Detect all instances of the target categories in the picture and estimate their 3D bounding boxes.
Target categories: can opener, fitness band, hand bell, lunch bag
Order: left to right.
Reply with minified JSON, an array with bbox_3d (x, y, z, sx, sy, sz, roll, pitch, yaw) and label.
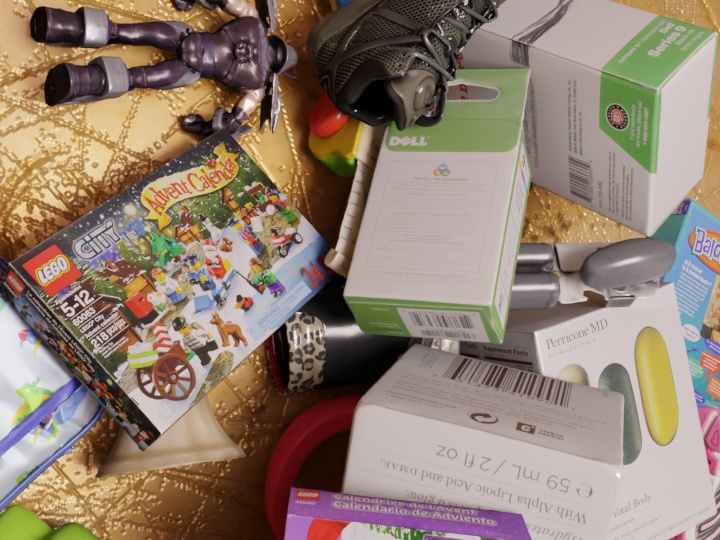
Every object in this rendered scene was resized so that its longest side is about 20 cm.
[{"bbox_3d":[-0.274,0.091,0.595,0.200,0.082,0.161,-41,111,-20],"label":"lunch bag"},{"bbox_3d":[-0.147,0.042,0.673,0.104,0.104,0.201,-3,78,-28],"label":"hand bell"},{"bbox_3d":[0.016,0.180,0.754,0.199,0.037,0.144,21,93,-26],"label":"fitness band"},{"bbox_3d":[0.134,-0.006,0.698,0.199,0.067,0.054,-1,57,-6],"label":"can opener"}]

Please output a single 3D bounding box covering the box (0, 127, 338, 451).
[{"bbox_3d":[-0.117,0.004,0.624,0.137,0.038,0.200,48,48,-2],"label":"box"}]

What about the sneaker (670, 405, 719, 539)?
[{"bbox_3d":[0.328,0.222,0.907,0.087,0.074,0.201,-3,107,-36],"label":"sneaker"}]

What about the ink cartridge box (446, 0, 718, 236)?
[{"bbox_3d":[0.165,-0.137,0.735,0.084,0.200,0.146,-43,143,-23],"label":"ink cartridge box"}]

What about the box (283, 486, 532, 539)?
[{"bbox_3d":[0.015,0.231,0.534,0.136,0.039,0.201,7,100,-2],"label":"box"}]

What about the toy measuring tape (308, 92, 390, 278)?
[{"bbox_3d":[-0.014,-0.078,0.720,0.073,0.073,0.201,27,57,-25],"label":"toy measuring tape"}]

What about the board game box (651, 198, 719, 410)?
[{"bbox_3d":[0.334,0.051,0.934,0.152,0.045,0.201,29,78,-24],"label":"board game box"}]

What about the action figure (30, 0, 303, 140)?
[{"bbox_3d":[-0.130,-0.158,0.680,0.199,0.069,0.131,-6,86,-31],"label":"action figure"}]

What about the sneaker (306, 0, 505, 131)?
[{"bbox_3d":[0.061,-0.168,0.659,0.199,0.115,0.076,-29,145,13],"label":"sneaker"}]

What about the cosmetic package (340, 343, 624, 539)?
[{"bbox_3d":[0.077,0.178,0.633,0.164,0.165,0.201,12,101,14],"label":"cosmetic package"}]

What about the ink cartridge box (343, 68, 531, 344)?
[{"bbox_3d":[0.064,-0.051,0.674,0.059,0.103,0.201,61,37,-55],"label":"ink cartridge box"}]

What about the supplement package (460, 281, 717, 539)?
[{"bbox_3d":[0.178,0.124,0.792,0.151,0.150,0.201,-16,97,-26],"label":"supplement package"}]

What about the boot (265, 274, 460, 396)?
[{"bbox_3d":[0.001,0.001,0.744,0.153,0.073,0.205,-3,90,-25],"label":"boot"}]

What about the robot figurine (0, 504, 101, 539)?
[{"bbox_3d":[-0.180,0.248,0.607,0.200,0.176,0.116,42,38,-2],"label":"robot figurine"}]

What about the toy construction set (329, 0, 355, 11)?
[{"bbox_3d":[0.027,-0.260,0.751,0.200,0.092,0.131,-45,101,-15],"label":"toy construction set"}]
